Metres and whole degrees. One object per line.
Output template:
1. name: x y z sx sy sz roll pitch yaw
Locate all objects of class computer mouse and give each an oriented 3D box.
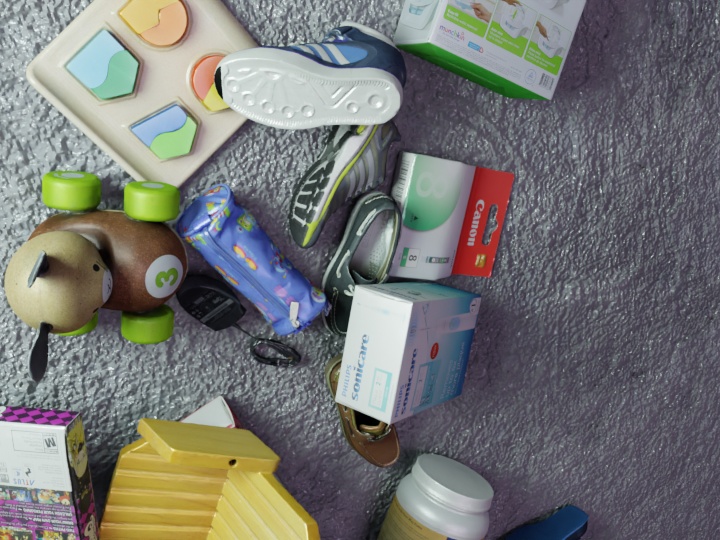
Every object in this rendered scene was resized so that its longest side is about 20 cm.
1. computer mouse: -0.145 0.063 0.775 0.058 0.034 0.200 -32 129 17

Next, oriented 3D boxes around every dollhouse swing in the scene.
1. dollhouse swing: -0.166 0.294 0.657 0.181 0.176 0.201 15 100 -28

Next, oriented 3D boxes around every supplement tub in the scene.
1. supplement tub: 0.105 0.393 0.941 0.144 0.144 0.201 16 98 -30

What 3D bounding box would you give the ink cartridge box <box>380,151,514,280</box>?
1. ink cartridge box: 0.128 -0.066 0.863 0.199 0.050 0.162 5 104 -26

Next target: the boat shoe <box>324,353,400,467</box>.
1. boat shoe: 0.009 0.210 0.878 0.072 0.068 0.201 -35 118 -13

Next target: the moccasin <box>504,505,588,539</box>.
1. moccasin: 0.334 0.495 1.129 0.199 0.080 0.069 -12 116 -22

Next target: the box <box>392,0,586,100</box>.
1. box: 0.166 -0.326 0.770 0.199 0.097 0.177 12 100 -29

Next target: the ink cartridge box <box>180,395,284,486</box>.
1. ink cartridge box: -0.180 0.283 0.796 0.147 0.086 0.201 -34 117 -13

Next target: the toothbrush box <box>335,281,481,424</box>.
1. toothbrush box: 0.066 0.095 0.807 0.200 0.085 0.147 1 102 -56

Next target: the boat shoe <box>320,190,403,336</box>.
1. boat shoe: 0.000 0.000 0.801 0.075 0.060 0.201 6 110 -21

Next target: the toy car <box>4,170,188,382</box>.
1. toy car: -0.256 0.010 0.587 0.157 0.200 0.165 7 107 -5

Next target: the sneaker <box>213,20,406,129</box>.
1. sneaker: -0.049 -0.223 0.694 0.199 0.147 0.081 4 131 -3

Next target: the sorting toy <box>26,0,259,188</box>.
1. sorting toy: -0.203 -0.202 0.657 0.200 0.036 0.185 -48 120 -6

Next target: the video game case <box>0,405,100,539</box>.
1. video game case: -0.374 0.224 0.649 0.199 0.036 0.182 2 107 8

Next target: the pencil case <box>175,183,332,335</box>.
1. pencil case: -0.122 -0.005 0.733 0.078 0.087 0.200 -36 119 7

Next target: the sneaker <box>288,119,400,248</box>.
1. sneaker: -0.015 -0.110 0.764 0.081 0.074 0.201 30 93 -34
